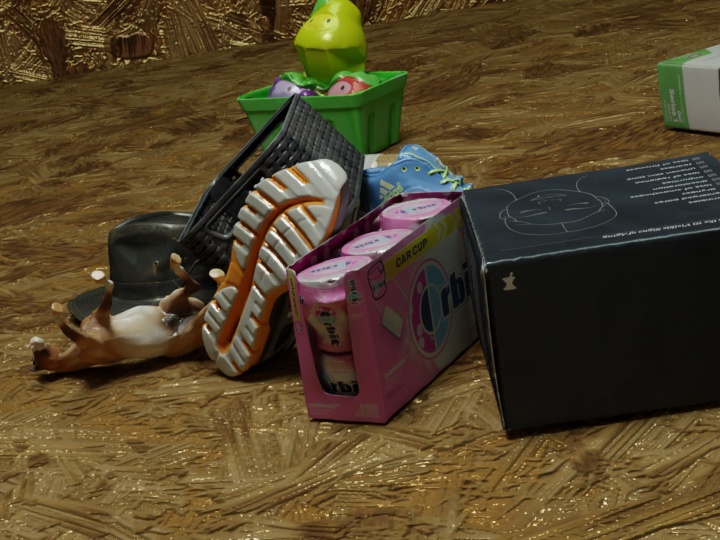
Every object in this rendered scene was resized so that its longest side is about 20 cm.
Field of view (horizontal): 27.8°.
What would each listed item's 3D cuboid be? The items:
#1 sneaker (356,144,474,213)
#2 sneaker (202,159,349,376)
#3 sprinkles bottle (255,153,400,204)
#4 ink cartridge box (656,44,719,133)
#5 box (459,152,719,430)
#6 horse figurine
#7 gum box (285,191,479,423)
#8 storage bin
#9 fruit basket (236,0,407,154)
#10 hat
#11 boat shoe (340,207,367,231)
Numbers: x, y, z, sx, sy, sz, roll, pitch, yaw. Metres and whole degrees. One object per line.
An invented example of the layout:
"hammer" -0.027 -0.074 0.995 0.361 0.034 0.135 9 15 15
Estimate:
"sneaker" 0.077 -0.064 1.353 0.199 0.106 0.076 -2 18 25
"sneaker" -0.056 -0.006 1.131 0.077 0.201 0.078 -10 51 -45
"sprinkles bottle" -0.019 -0.090 1.559 0.199 0.069 0.068 -2 18 23
"ink cartridge box" 0.460 -0.209 1.655 0.145 0.085 0.200 -18 19 -25
"box" 0.180 0.008 1.023 0.198 0.125 0.197 -8 15 2
"horse figurine" -0.176 0.038 1.190 0.199 0.133 0.050 -14 60 -14
"gum box" 0.021 0.024 1.078 0.066 0.114 0.200 0 19 29
"storage bin" -0.075 -0.066 1.310 0.135 0.094 0.200 -46 10 15
"fruit basket" -0.046 -0.253 1.889 0.214 0.217 0.155 2 20 35
"hat" -0.185 -0.014 1.379 0.199 0.081 0.201 -9 18 3
"boat shoe" 0.000 0.000 1.268 0.066 0.070 0.200 13 21 -2
